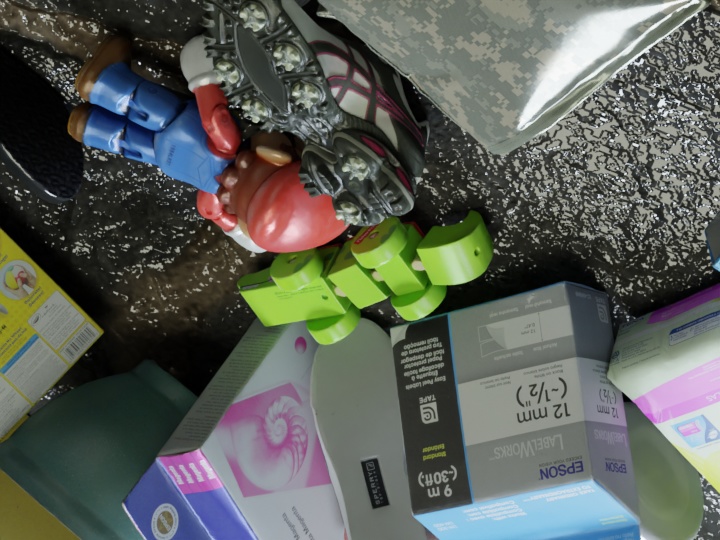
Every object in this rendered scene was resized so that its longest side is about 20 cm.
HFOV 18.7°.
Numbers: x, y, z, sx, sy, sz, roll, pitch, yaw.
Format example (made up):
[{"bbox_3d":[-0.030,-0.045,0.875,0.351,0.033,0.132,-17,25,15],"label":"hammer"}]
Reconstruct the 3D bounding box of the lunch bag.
[{"bbox_3d":[0.084,-0.176,1.261,0.164,0.118,0.200,40,128,-17],"label":"lunch bag"}]

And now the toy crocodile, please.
[{"bbox_3d":[0.000,0.000,1.502,0.200,0.062,0.068,-16,124,38],"label":"toy crocodile"}]

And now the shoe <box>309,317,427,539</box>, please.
[{"bbox_3d":[0.006,0.139,1.569,0.071,0.200,0.091,-10,166,-6],"label":"shoe"}]

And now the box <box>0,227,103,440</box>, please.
[{"bbox_3d":[-0.297,0.016,1.587,0.200,0.117,0.048,49,167,-24],"label":"box"}]

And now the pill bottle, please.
[{"bbox_3d":[0.137,0.178,1.568,0.111,0.111,0.200,44,131,-19],"label":"pill bottle"}]

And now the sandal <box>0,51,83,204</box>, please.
[{"bbox_3d":[-0.266,-0.122,1.481,0.200,0.075,0.045,45,128,-10],"label":"sandal"}]

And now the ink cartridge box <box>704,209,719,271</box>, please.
[{"bbox_3d":[0.325,-0.003,1.331,0.200,0.068,0.116,33,109,-9],"label":"ink cartridge box"}]

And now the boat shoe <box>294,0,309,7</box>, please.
[{"bbox_3d":[-0.037,-0.224,1.298,0.072,0.066,0.200,25,135,-2],"label":"boat shoe"}]

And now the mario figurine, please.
[{"bbox_3d":[-0.089,-0.085,1.460,0.200,0.106,0.123,29,172,8],"label":"mario figurine"}]

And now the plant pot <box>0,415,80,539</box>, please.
[{"bbox_3d":[-0.300,0.263,1.773,0.200,0.176,0.200,41,132,-18],"label":"plant pot"}]

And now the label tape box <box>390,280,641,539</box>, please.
[{"bbox_3d":[0.105,0.121,1.474,0.143,0.200,0.066,-15,162,32],"label":"label tape box"}]

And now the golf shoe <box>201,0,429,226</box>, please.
[{"bbox_3d":[-0.027,-0.120,1.372,0.077,0.088,0.200,-7,131,39],"label":"golf shoe"}]

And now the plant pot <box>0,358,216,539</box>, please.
[{"bbox_3d":[-0.156,0.152,1.616,0.200,0.134,0.200,39,171,8],"label":"plant pot"}]

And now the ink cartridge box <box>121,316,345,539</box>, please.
[{"bbox_3d":[-0.061,0.163,1.570,0.043,0.200,0.196,0,133,38],"label":"ink cartridge box"}]

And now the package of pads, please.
[{"bbox_3d":[0.287,0.089,1.457,0.154,0.068,0.200,-26,120,38],"label":"package of pads"}]
